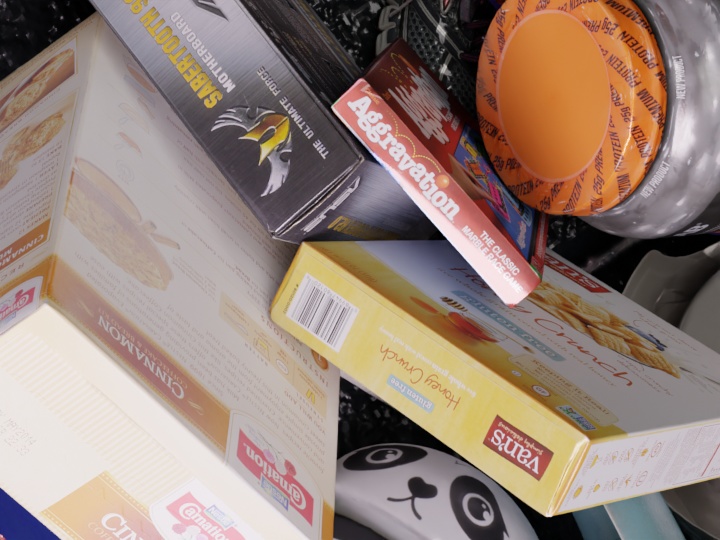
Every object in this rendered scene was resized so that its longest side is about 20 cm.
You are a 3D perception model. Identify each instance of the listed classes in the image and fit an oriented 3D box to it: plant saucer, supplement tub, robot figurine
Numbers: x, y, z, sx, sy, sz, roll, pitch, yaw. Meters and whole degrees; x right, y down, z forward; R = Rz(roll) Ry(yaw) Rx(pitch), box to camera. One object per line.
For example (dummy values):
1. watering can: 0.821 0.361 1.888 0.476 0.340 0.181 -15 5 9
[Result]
1. plant saucer: 0.127 0.136 1.108 0.027 0.200 0.201 -26 95 -3
2. supplement tub: 0.154 -0.077 1.087 0.199 0.122 0.123 -6 87 -37
3. robot figurine: -0.004 0.168 1.091 0.150 0.125 0.200 43 72 -19

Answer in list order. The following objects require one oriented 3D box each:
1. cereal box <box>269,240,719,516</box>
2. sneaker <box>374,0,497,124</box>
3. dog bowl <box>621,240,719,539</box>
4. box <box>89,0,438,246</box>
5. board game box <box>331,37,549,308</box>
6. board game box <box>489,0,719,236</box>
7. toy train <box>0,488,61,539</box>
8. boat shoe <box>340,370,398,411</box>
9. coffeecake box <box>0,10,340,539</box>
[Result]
1. cereal box: 0.073 0.036 1.032 0.200 0.144 0.040 -4 123 -60
2. sneaker: 0.055 -0.141 1.174 0.080 0.075 0.201 3 85 -22
3. dog bowl: 0.210 0.054 1.154 0.199 0.059 0.201 -4 59 7
4. box: -0.052 -0.095 1.050 0.048 0.158 0.200 -40 77 10
5. board game box: 0.037 -0.045 1.055 0.019 0.200 0.103 -42 94 10
6. board game box: 0.141 -0.129 1.180 0.200 0.045 0.135 47 68 -39
7. toy train: -0.069 0.107 1.060 0.200 0.085 0.116 39 54 22
8. boat shoe: 0.000 0.000 1.144 0.200 0.072 0.069 31 58 -12
9. coffeecake box: -0.082 0.018 0.984 0.073 0.200 0.154 -33 119 22
